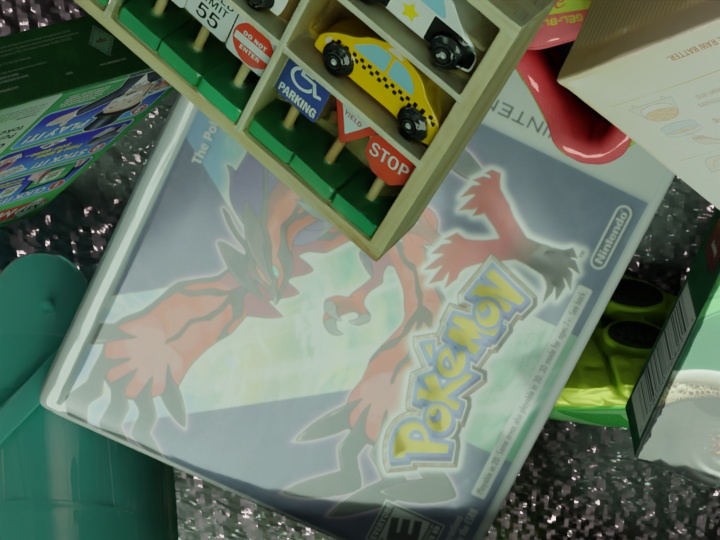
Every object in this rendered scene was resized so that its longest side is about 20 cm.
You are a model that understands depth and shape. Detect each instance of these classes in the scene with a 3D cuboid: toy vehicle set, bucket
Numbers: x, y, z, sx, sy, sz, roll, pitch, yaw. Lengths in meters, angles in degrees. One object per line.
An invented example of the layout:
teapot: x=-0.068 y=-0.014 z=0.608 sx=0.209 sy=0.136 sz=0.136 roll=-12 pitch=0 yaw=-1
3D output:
toy vehicle set: x=-0.039 y=-0.109 z=0.829 sx=0.200 sy=0.026 sz=0.125 roll=41 pitch=137 yaw=9
bucket: x=-0.168 y=0.097 z=1.011 sx=0.205 sy=0.136 sz=0.208 roll=-9 pitch=153 yaw=-5

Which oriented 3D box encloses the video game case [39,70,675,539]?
video game case: x=0.000 y=0.000 z=0.923 sx=0.181 sy=0.023 sz=0.201 roll=24 pitch=104 yaw=-9

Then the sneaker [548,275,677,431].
sneaker: x=0.135 y=0.051 z=0.988 sx=0.198 sy=0.074 sz=0.084 roll=4 pitch=133 yaw=8

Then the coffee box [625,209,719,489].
coffee box: x=0.189 y=-0.002 z=0.892 sx=0.122 sy=0.044 sz=0.201 roll=20 pitch=115 yaw=-7

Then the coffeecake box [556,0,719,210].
coffeecake box: x=0.187 y=-0.045 z=0.750 sx=0.199 sy=0.073 sz=0.153 roll=36 pitch=153 yaw=-22

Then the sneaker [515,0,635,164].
sneaker: x=0.067 y=-0.119 z=0.811 sx=0.078 sy=0.091 sz=0.201 roll=-8 pitch=133 yaw=22

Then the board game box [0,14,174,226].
board game box: x=-0.162 y=-0.039 z=0.888 sx=0.134 sy=0.199 sz=0.029 roll=-35 pitch=81 yaw=41
